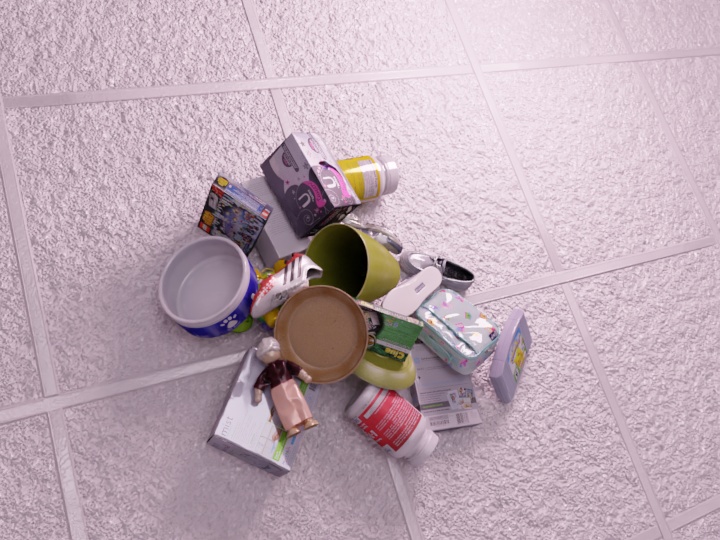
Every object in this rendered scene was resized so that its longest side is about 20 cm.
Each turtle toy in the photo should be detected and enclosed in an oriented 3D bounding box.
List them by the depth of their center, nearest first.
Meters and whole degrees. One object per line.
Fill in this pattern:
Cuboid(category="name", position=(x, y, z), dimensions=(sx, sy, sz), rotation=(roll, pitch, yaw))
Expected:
Cuboid(category="turtle toy", position=(-0.205, 0.073, 1.585), dimensions=(0.197, 0.102, 0.147), rotation=(-17, 61, -29))

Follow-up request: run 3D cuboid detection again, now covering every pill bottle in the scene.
Cuboid(category="pill bottle", position=(0.071, 0.331, 1.586), dimensions=(0.199, 0.112, 0.113), rotation=(41, 59, -1))
Cuboid(category="pill bottle", position=(-0.011, -0.220, 1.788), dimensions=(0.196, 0.114, 0.116), rotation=(-14, 74, -27))

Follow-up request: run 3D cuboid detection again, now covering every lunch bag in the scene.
Cuboid(category="lunch bag", position=(0.224, 0.143, 1.709), dimensions=(0.199, 0.078, 0.159), rotation=(39, 43, 23))

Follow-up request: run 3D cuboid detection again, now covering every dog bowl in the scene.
Cuboid(category="dog bowl", position=(-0.315, 0.034, 1.517), dimensions=(0.195, 0.079, 0.204), rotation=(-7, 60, 13))

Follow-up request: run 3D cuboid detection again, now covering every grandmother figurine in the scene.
Cuboid(category="grandmother figurine", position=(-0.160, 0.230, 1.458), dimensions=(0.119, 0.061, 0.203), rotation=(-18, 74, -20))

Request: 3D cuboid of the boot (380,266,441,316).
Cuboid(category="boot", position=(0.107, 0.066, 1.722), dimensions=(0.198, 0.090, 0.074), rotation=(-31, 87, -35))

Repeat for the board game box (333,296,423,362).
Cuboid(category="board game box", position=(0.026, 0.124, 1.564), dimensions=(0.196, 0.106, 0.024), rotation=(20, 27, -12))

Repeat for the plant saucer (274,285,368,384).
Cuboid(category="plant saucer", position=(-0.080, 0.131, 1.507), dimensions=(0.195, 0.035, 0.205), rotation=(0, 94, 5))

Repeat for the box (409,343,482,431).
Cuboid(category="box", position=(0.190, 0.271, 1.704), dimensions=(0.153, 0.041, 0.204), rotation=(-3, 70, -24))

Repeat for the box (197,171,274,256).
Cuboid(category="box", position=(-0.275, -0.115, 1.582), dimensions=(0.136, 0.200, 0.040), rotation=(34, 59, -4))

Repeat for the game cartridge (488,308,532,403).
Cuboid(category="game cartridge", position=(0.366, 0.202, 1.765), dimensions=(0.134, 0.040, 0.202), rotation=(57, 49, -41))

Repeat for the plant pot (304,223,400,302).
Cuboid(category="plant pot", position=(0.000, 0.000, 1.660), dimensions=(0.198, 0.185, 0.191), rotation=(8, 60, -54))

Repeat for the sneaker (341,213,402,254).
Cuboid(category="sneaker", position=(0.005, -0.069, 1.763), dimensions=(0.196, 0.078, 0.088), rotation=(21, 70, -4))

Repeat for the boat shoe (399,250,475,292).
Cuboid(category="boat shoe", position=(0.195, -0.009, 1.807), dimensions=(0.197, 0.072, 0.071), rotation=(21, 61, -13))

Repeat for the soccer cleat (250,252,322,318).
Cuboid(category="soccer cleat", position=(-0.155, 0.037, 1.519), dimensions=(0.084, 0.070, 0.200), rotation=(27, 44, 16))

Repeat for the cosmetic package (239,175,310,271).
Cuboid(category="cosmetic package", position=(-0.205, -0.113, 1.679), dimensions=(0.100, 0.071, 0.203), rotation=(-20, 76, -38))

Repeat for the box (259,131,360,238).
Cuboid(category="box", position=(-0.115, -0.197, 1.658), dimensions=(0.114, 0.132, 0.202), rotation=(-17, 74, -55))

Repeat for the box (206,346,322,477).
Cuboid(category="box", position=(-0.196, 0.292, 1.501), dimensions=(0.174, 0.097, 0.203), rotation=(26, 61, -10))

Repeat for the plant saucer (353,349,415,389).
Cuboid(category="plant saucer", position=(0.040, 0.187, 1.617), dimensions=(0.196, 0.031, 0.201), rotation=(21, 26, -11))
